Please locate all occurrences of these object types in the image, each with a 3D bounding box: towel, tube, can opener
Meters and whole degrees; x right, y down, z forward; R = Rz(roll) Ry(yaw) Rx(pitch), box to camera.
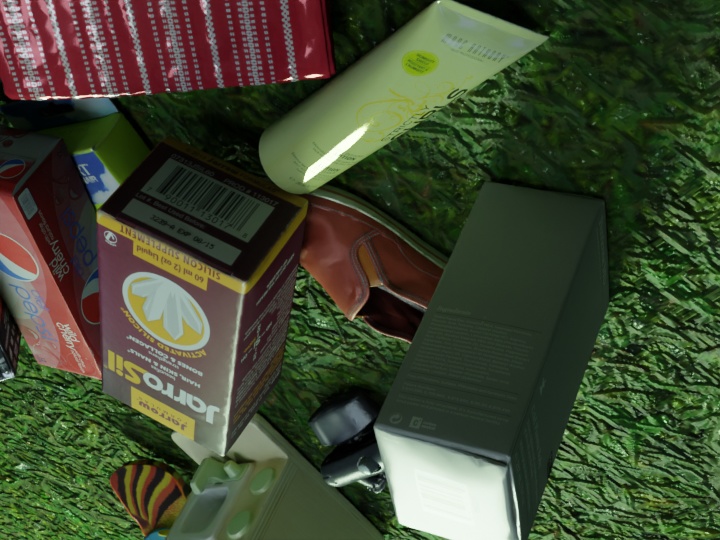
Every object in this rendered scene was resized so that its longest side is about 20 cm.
[{"bbox_3d":[-0.115,-0.162,0.693,0.199,0.023,0.145,-4,131,3],"label":"towel"},{"bbox_3d":[0.013,-0.102,0.732,0.200,0.058,0.052,-28,100,47],"label":"tube"},{"bbox_3d":[0.031,0.130,0.989,0.079,0.063,0.200,44,142,-19],"label":"can opener"}]

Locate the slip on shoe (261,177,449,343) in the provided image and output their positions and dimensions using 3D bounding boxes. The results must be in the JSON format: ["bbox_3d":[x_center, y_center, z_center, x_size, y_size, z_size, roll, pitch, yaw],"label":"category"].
[{"bbox_3d":[0.000,0.000,0.856,0.200,0.061,0.074,31,146,-1],"label":"slip on shoe"}]

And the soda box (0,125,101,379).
[{"bbox_3d":[-0.227,-0.009,0.914,0.070,0.064,0.200,12,140,23],"label":"soda box"}]

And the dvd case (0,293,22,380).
[{"bbox_3d":[-0.291,-0.038,0.919,0.022,0.146,0.201,-14,124,-1],"label":"dvd case"}]

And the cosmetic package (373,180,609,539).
[{"bbox_3d":[0.085,0.053,0.749,0.090,0.200,0.107,13,144,23],"label":"cosmetic package"}]

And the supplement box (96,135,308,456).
[{"bbox_3d":[-0.112,0.022,0.857,0.110,0.086,0.200,26,140,11],"label":"supplement box"}]

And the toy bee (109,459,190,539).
[{"bbox_3d":[-0.166,0.271,1.264,0.108,0.131,0.201,-24,110,-2],"label":"toy bee"}]

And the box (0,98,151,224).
[{"bbox_3d":[-0.186,-0.042,0.941,0.122,0.048,0.200,-4,133,36],"label":"box"}]

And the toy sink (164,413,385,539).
[{"bbox_3d":[-0.098,0.241,1.167,0.130,0.112,0.200,-15,126,43],"label":"toy sink"}]

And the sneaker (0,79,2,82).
[{"bbox_3d":[-0.176,-0.156,0.786,0.199,0.067,0.091,-4,149,26],"label":"sneaker"}]
